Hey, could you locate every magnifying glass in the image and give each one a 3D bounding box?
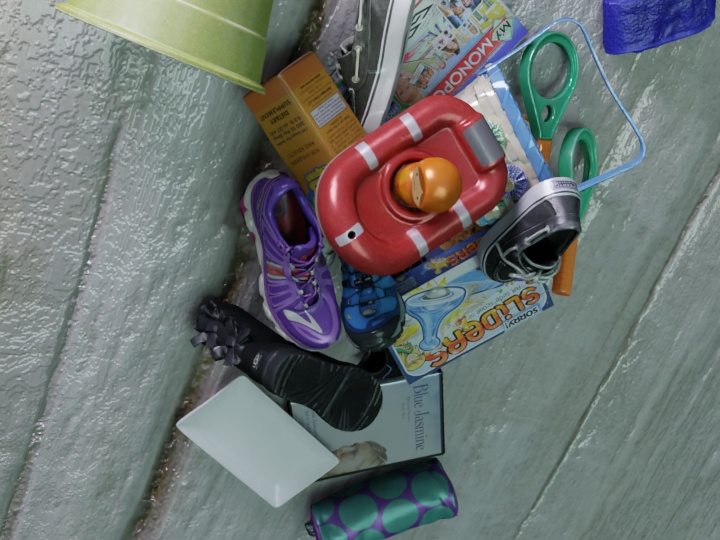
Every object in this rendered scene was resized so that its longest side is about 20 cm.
[{"bbox_3d":[0.250,-0.071,1.361,0.080,0.022,0.200,25,73,-55],"label":"magnifying glass"},{"bbox_3d":[0.209,-0.171,1.317,0.079,0.022,0.200,-2,104,-35],"label":"magnifying glass"}]

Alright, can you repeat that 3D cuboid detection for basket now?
[{"bbox_3d":[0.181,-0.146,1.226,0.200,0.139,0.177,-31,103,7],"label":"basket"}]

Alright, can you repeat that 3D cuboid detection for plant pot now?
[{"bbox_3d":[-0.144,-0.283,1.032,0.200,0.200,0.190,18,98,-33],"label":"plant pot"}]

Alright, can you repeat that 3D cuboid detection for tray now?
[{"bbox_3d":[-0.125,0.208,1.423,0.107,0.022,0.200,-36,124,10],"label":"tray"}]

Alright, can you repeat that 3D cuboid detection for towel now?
[{"bbox_3d":[0.336,-0.346,1.288,0.147,0.050,0.200,-23,127,-12],"label":"towel"}]

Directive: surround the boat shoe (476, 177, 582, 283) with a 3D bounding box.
[{"bbox_3d":[0.180,-0.021,1.209,0.073,0.068,0.199,1,155,-21],"label":"boat shoe"}]

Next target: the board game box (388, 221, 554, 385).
[{"bbox_3d":[0.115,0.036,1.343,0.200,0.034,0.135,-29,131,0],"label":"board game box"}]

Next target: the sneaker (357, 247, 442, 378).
[{"bbox_3d":[0.046,0.049,1.385,0.078,0.070,0.200,-10,125,-29],"label":"sneaker"}]

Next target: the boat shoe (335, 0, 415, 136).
[{"bbox_3d":[0.010,-0.216,1.176,0.064,0.071,0.200,16,125,3],"label":"boat shoe"}]

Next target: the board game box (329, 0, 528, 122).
[{"bbox_3d":[0.071,-0.229,1.248,0.200,0.029,0.135,-46,127,7],"label":"board game box"}]

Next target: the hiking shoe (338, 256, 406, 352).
[{"bbox_3d":[0.000,0.000,1.258,0.074,0.200,0.087,-19,133,13],"label":"hiking shoe"}]

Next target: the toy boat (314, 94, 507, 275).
[{"bbox_3d":[0.056,-0.079,1.099,0.200,0.131,0.131,-34,101,-10],"label":"toy boat"}]

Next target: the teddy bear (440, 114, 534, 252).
[{"bbox_3d":[0.149,-0.092,1.359,0.145,0.067,0.200,-20,120,-25],"label":"teddy bear"}]

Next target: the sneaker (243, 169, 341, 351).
[{"bbox_3d":[-0.067,-0.005,1.197,0.081,0.083,0.200,-24,108,-18],"label":"sneaker"}]

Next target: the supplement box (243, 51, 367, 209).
[{"bbox_3d":[-0.031,-0.117,1.184,0.200,0.066,0.069,55,45,-12],"label":"supplement box"}]

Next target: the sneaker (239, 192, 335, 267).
[{"bbox_3d":[-0.062,-0.008,1.291,0.088,0.081,0.200,-23,128,-8],"label":"sneaker"}]

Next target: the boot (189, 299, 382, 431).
[{"bbox_3d":[-0.085,0.104,1.302,0.198,0.162,0.073,28,89,-45],"label":"boot"}]

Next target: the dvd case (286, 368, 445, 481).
[{"bbox_3d":[0.010,0.199,1.478,0.200,0.018,0.143,-11,124,-9],"label":"dvd case"}]

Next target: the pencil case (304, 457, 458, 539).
[{"bbox_3d":[0.030,0.322,1.541,0.200,0.085,0.093,-18,110,-14],"label":"pencil case"}]
